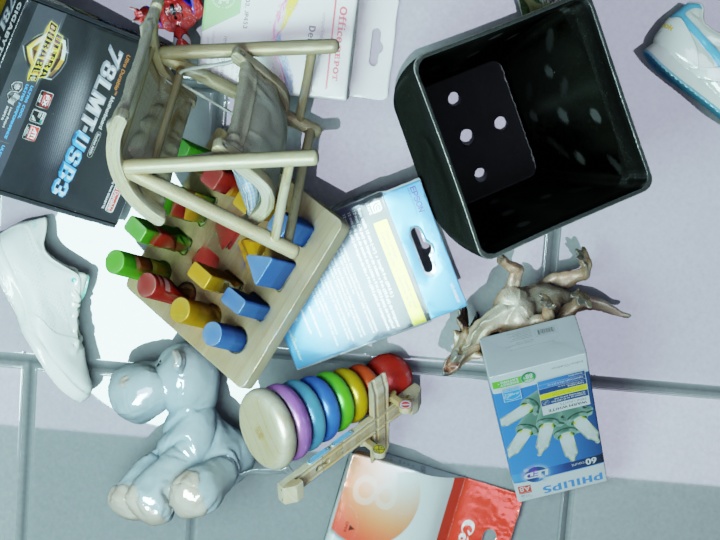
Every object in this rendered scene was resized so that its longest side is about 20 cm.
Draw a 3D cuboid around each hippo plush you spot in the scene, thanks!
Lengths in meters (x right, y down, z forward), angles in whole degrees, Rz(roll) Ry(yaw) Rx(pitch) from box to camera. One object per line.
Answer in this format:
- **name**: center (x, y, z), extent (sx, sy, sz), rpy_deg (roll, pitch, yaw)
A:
- **hippo plush**: center (-0.185, 0.162, 1.684), extent (0.197, 0.159, 0.163), rpy_deg (-15, 98, 4)

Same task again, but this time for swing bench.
- **swing bench**: center (-0.135, -0.141, 1.554), extent (0.197, 0.200, 0.131), rpy_deg (12, 133, -3)

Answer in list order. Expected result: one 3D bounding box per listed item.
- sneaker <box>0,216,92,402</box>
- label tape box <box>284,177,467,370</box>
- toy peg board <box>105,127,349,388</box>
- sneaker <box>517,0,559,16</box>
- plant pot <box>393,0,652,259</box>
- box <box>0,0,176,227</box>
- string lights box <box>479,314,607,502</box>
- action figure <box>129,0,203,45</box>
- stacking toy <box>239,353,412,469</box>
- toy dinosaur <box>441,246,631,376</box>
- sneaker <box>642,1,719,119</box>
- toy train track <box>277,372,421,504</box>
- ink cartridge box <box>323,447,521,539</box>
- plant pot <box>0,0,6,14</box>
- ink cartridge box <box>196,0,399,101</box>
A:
- **sneaker**: center (-0.321, 0.040, 1.719), extent (0.088, 0.075, 0.202), rpy_deg (-27, 96, -7)
- **label tape box**: center (0.000, 0.000, 1.689), extent (0.198, 0.066, 0.145), rpy_deg (-21, 97, 13)
- **toy peg board**: center (-0.150, -0.021, 1.639), extent (0.199, 0.097, 0.201), rpy_deg (38, 101, 31)
- **sneaker**: center (0.196, -0.263, 1.648), extent (0.076, 0.089, 0.202), rpy_deg (-22, 97, 4)
- **plant pot**: center (0.140, -0.138, 1.607), extent (0.198, 0.177, 0.202), rpy_deg (-23, 97, -17)
- **box**: center (-0.300, -0.163, 1.641), extent (0.197, 0.050, 0.202), rpy_deg (18, 101, -40)
- **string lights box**: center (0.192, 0.145, 1.673), extent (0.101, 0.059, 0.201), rpy_deg (-14, 132, 3)
- **action figure**: center (-0.206, -0.319, 1.637), extent (0.064, 0.099, 0.203), rpy_deg (-14, 93, 6)
- **stacking toy**: center (-0.025, 0.138, 1.681), extent (0.198, 0.085, 0.087), rpy_deg (-18, 100, -35)
- **toy dinosaur**: center (0.177, 0.045, 1.695), extent (0.197, 0.087, 0.136), rpy_deg (-2, 143, -23)
- **sneaker**: center (0.390, -0.193, 1.661), extent (0.199, 0.077, 0.081), rpy_deg (37, 95, -6)
- **toy train track**: center (-0.002, 0.181, 1.656), extent (0.199, 0.032, 0.116), rpy_deg (-33, 138, -32)
- **ink cartridge box**: center (0.062, 0.296, 1.753), extent (0.198, 0.050, 0.164), rpy_deg (17, 99, 2)
- **plant pot**: center (-0.408, -0.353, 1.609), extent (0.197, 0.142, 0.202), rpy_deg (-9, 118, -16)
- **ink cartridge box**: center (-0.063, -0.240, 1.668), extent (0.197, 0.067, 0.119), rpy_deg (6, 98, 1)
